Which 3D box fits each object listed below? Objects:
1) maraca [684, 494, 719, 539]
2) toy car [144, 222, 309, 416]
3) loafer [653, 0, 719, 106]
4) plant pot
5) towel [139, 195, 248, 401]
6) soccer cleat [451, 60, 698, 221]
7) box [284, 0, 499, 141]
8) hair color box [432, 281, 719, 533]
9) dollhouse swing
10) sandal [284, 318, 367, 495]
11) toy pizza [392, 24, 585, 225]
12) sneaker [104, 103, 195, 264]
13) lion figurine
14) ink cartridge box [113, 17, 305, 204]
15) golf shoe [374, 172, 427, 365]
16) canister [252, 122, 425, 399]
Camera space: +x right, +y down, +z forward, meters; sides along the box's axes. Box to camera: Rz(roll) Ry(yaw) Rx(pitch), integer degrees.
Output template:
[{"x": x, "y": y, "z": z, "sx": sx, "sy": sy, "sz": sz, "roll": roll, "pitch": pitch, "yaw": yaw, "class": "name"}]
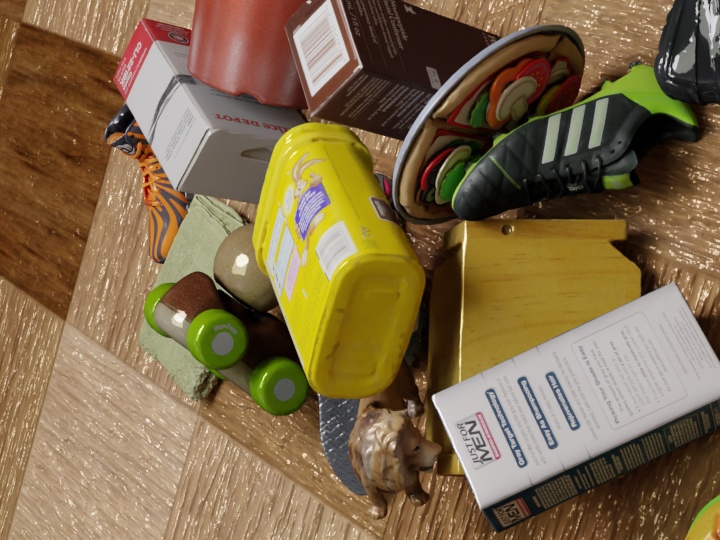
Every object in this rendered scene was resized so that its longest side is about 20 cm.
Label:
[{"x": 0.289, "y": 0.209, "z": 0.968, "sx": 0.200, "sy": 0.107, "sz": 0.137, "roll": 1, "pitch": 90, "yaw": 50, "class": "maraca"}, {"x": -0.092, "y": 0.016, "z": 1.471, "sx": 0.200, "sy": 0.158, "sz": 0.164, "roll": -54, "pitch": 27, "yaw": -7, "class": "toy car"}, {"x": 0.276, "y": -0.221, "z": 1.114, "sx": 0.070, "sy": 0.068, "sz": 0.201, "roll": 12, "pitch": 88, "yaw": 31, "class": "loafer"}, {"x": -0.077, "y": -0.272, "z": 1.457, "sx": 0.201, "sy": 0.201, "sz": 0.196, "roll": 38, "pitch": 120, "yaw": 47, "class": "plant pot"}, {"x": -0.170, "y": 0.027, "z": 1.611, "sx": 0.148, "sy": 0.036, "sz": 0.200, "roll": 38, "pitch": 111, "yaw": 46, "class": "towel"}, {"x": 0.165, "y": -0.087, "z": 1.149, "sx": 0.200, "sy": 0.068, "sz": 0.081, "roll": -30, "pitch": 60, "yaw": -2, "class": "soccer cleat"}, {"x": 0.042, "y": -0.167, "z": 1.270, "sx": 0.075, "sy": 0.200, "sz": 0.100, "roll": -39, "pitch": 55, "yaw": 35, "class": "box"}, {"x": 0.165, "y": 0.101, "z": 1.095, "sx": 0.200, "sy": 0.061, "sz": 0.100, "roll": -25, "pitch": 58, "yaw": 4, "class": "hair color box"}, {"x": 0.137, "y": 0.073, "z": 1.236, "sx": 0.181, "sy": 0.176, "sz": 0.200, "roll": 0, "pitch": 80, "yaw": 8, "class": "dollhouse swing"}, {"x": -0.010, "y": 0.107, "z": 1.381, "sx": 0.076, "sy": 0.043, "sz": 0.200, "roll": -19, "pitch": 78, "yaw": 8, "class": "sandal"}, {"x": 0.109, "y": -0.108, "z": 1.185, "sx": 0.032, "sy": 0.200, "sz": 0.200, "roll": 47, "pitch": 119, "yaw": 26, "class": "toy pizza"}, {"x": -0.236, "y": -0.111, "z": 1.659, "sx": 0.078, "sy": 0.112, "sz": 0.200, "roll": 6, "pitch": 87, "yaw": 51, "class": "sneaker"}, {"x": 0.022, "y": 0.122, "z": 1.240, "sx": 0.200, "sy": 0.072, "sz": 0.123, "roll": -104, "pitch": 0, "yaw": -55, "class": "lion figurine"}, {"x": -0.148, "y": -0.161, "z": 1.539, "sx": 0.084, "sy": 0.144, "sz": 0.200, "roll": -59, "pitch": 44, "yaw": 27, "class": "ink cartridge box"}, {"x": 0.000, "y": 0.000, "z": 1.375, "sx": 0.077, "sy": 0.088, "sz": 0.200, "roll": -35, "pitch": 58, "yaw": 39, "class": "golf shoe"}, {"x": -0.020, "y": -0.009, "z": 1.223, "sx": 0.200, "sy": 0.086, "sz": 0.149, "roll": -115, "pitch": 35, "yaw": -52, "class": "canister"}]
